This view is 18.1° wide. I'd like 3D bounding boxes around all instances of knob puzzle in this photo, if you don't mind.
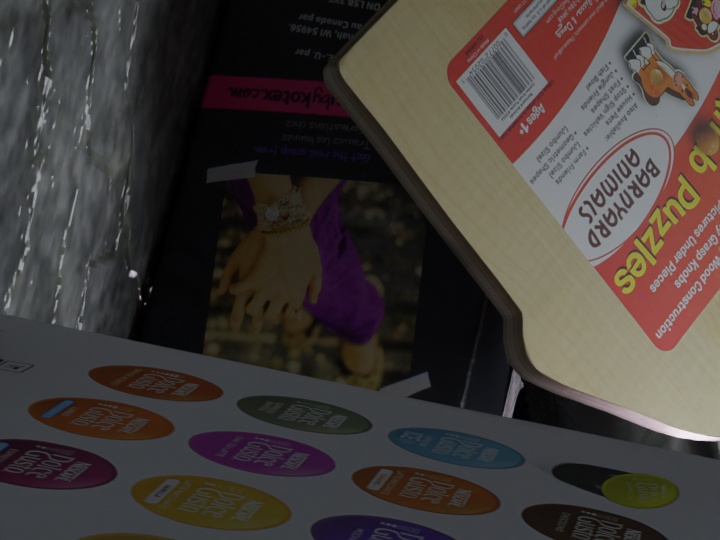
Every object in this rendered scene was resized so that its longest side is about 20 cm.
[{"bbox_3d":[0.099,-0.036,0.689,0.030,0.219,0.221,-17,-126,57],"label":"knob puzzle"}]

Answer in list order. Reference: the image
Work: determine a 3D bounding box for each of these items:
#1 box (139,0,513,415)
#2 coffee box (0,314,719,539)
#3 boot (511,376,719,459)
[{"bbox_3d":[0.000,0.000,0.734,0.122,0.105,0.201,63,40,-74],"label":"box"},{"bbox_3d":[-0.029,0.138,0.449,0.200,0.196,0.201,-38,139,-75],"label":"coffee box"},{"bbox_3d":[0.118,0.040,0.768,0.068,0.130,0.201,-69,169,-51],"label":"boot"}]
